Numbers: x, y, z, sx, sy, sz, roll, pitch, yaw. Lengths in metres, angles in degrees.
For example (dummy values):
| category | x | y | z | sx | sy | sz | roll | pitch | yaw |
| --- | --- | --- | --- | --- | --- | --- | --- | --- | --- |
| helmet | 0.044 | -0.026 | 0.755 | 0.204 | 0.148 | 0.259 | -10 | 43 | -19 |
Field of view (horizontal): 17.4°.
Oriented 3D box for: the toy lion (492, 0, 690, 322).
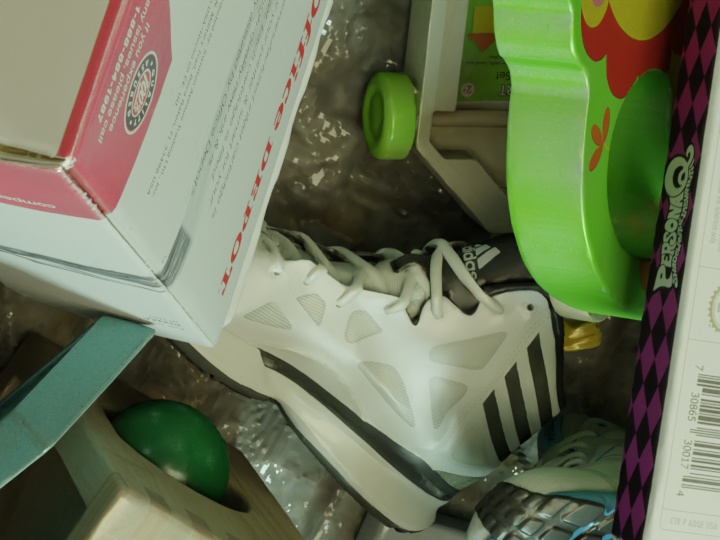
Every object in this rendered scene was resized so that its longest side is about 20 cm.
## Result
| category | x | y | z | sx | sy | sz | roll | pitch | yaw |
| --- | --- | --- | --- | --- | --- | --- | --- | --- | --- |
| toy lion | 0.085 | -0.090 | 0.753 | 0.192 | 0.068 | 0.201 | 23 | 78 | -62 |

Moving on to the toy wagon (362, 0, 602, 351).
| category | x | y | z | sx | sy | sz | roll | pitch | yaw |
| --- | --- | --- | --- | --- | --- | --- | --- | --- | --- |
| toy wagon | 0.077 | -0.069 | 0.885 | 0.155 | 0.040 | 0.201 | 0 | 108 | -19 |

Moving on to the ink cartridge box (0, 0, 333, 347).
| category | x | y | z | sx | sy | sz | roll | pitch | yaw |
| --- | --- | --- | --- | --- | --- | --- | --- | --- | --- |
| ink cartridge box | -0.076 | -0.074 | 0.700 | 0.083 | 0.200 | 0.147 | 14 | 77 | 11 |

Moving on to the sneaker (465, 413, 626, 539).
| category | x | y | z | sx | sy | sz | roll | pitch | yaw |
| --- | --- | --- | --- | --- | --- | --- | --- | --- | --- |
| sneaker | 0.082 | 0.091 | 0.882 | 0.075 | 0.087 | 0.200 | -37 | 154 | 14 |

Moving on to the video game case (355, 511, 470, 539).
| category | x | y | z | sx | sy | sz | roll | pitch | yaw |
| --- | --- | --- | --- | --- | --- | --- | --- | --- | --- |
| video game case | 0.050 | 0.208 | 0.976 | 0.182 | 0.022 | 0.201 | 18 | 101 | -23 |

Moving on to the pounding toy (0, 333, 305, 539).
| category | x | y | z | sx | sy | sz | roll | pitch | yaw |
| --- | --- | --- | --- | --- | --- | --- | --- | --- | --- |
| pounding toy | -0.071 | 0.128 | 0.818 | 0.142 | 0.184 | 0.200 | 33 | 95 | -25 |

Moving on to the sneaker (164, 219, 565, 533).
| category | x | y | z | sx | sy | sz | roll | pitch | yaw |
| --- | --- | --- | --- | --- | --- | --- | --- | --- | --- |
| sneaker | 0.000 | 0.000 | 0.845 | 0.115 | 0.076 | 0.200 | -38 | 121 | 16 |

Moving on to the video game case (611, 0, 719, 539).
| category | x | y | z | sx | sy | sz | roll | pitch | yaw |
| --- | --- | --- | --- | --- | --- | --- | --- | --- | --- |
| video game case | 0.180 | 0.000 | 0.742 | 0.181 | 0.036 | 0.201 | 8 | 90 | -14 |

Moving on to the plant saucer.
| category | x | y | z | sx | sy | sz | roll | pitch | yaw |
| --- | --- | --- | --- | --- | --- | --- | --- | --- | --- |
| plant saucer | -0.144 | 0.077 | 0.786 | 0.019 | 0.070 | 0.200 | 46 | 130 | -6 |
